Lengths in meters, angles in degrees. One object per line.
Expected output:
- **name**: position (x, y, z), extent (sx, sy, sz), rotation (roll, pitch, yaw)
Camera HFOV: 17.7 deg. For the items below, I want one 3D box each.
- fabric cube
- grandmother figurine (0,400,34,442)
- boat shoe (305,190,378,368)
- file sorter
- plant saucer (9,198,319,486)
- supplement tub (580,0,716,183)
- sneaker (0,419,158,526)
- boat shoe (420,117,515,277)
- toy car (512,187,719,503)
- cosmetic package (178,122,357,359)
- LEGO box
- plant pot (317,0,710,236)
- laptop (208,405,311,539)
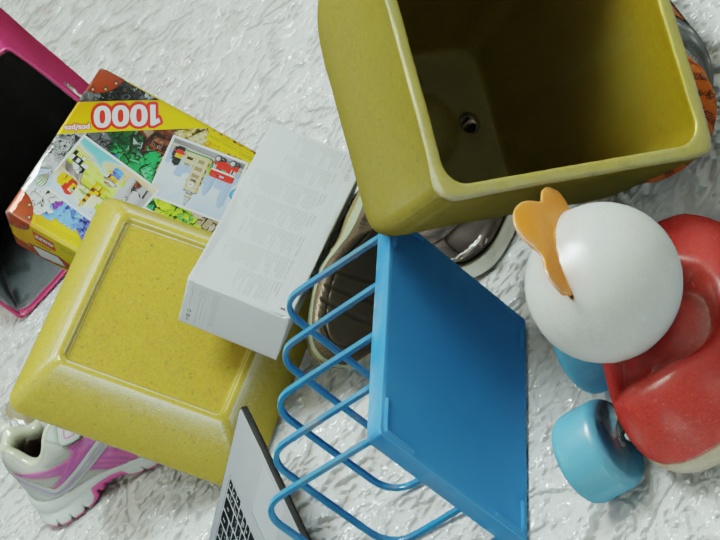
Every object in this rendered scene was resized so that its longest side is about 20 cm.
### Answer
- **fabric cube**: position (-0.345, -0.116, 2.199), extent (0.200, 0.196, 0.199), rotation (-47, 29, 5)
- **grandmother figurine**: position (-0.243, 0.074, 1.992), extent (0.200, 0.061, 0.121), rotation (-49, 22, -5)
- **boat shoe**: position (0.000, 0.000, 1.762), extent (0.076, 0.072, 0.201), rotation (-34, 23, 50)
- **file sorter**: position (0.023, 0.096, 1.548), extent (0.122, 0.139, 0.201), rotation (-34, 33, 30)
- **plant saucer**: position (-0.144, 0.044, 1.771), extent (0.049, 0.199, 0.201), rotation (98, -168, -61)
- **supplement tub**: position (0.174, -0.150, 1.634), extent (0.122, 0.122, 0.200), rotation (-41, 31, 13)
- **sneaker**: position (-0.214, 0.124, 1.865), extent (0.200, 0.088, 0.082), rotation (-38, 32, 18)
- **boat shoe**: position (0.099, -0.092, 1.727), extent (0.072, 0.059, 0.201), rotation (-7, 51, 50)
- **toy car**: position (0.162, 0.008, 1.399), extent (0.184, 0.200, 0.178), rotation (-30, 36, 29)
- **cosmetic package**: position (-0.065, -0.024, 1.759), extent (0.200, 0.082, 0.051), rotation (-64, -7, -47)
- **LEGO box**: position (-0.164, -0.048, 1.886), extent (0.149, 0.199, 0.077), rotation (-59, -9, -17)
- **plant pot**: position (0.075, -0.120, 1.490), extent (0.200, 0.193, 0.197), rotation (139, 118, -63)
- **laptop**: position (-0.128, 0.223, 1.610), extent (0.187, 0.115, 0.201), rotation (-123, 43, -58)
